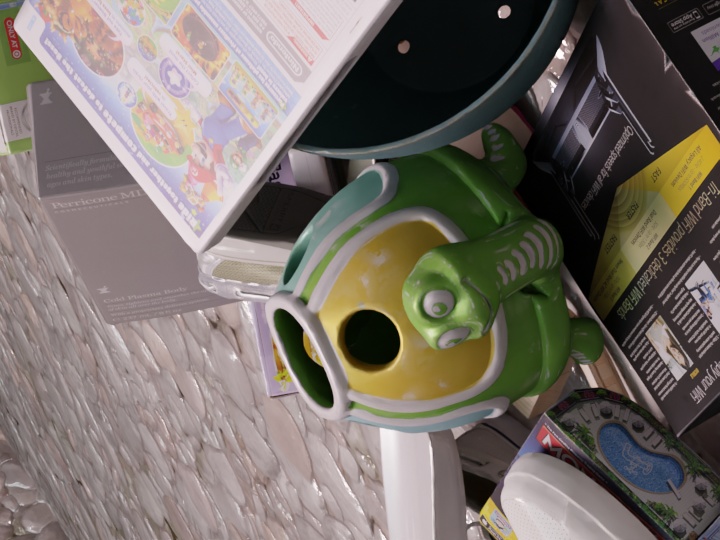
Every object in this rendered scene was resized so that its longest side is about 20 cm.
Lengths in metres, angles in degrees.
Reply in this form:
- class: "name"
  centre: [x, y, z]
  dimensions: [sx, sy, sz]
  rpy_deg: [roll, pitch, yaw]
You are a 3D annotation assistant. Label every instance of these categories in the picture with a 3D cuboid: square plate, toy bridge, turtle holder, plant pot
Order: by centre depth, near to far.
- class: "plant pot"
  centre: [0.021, -0.143, 0.847]
  dimensions: [0.201, 0.200, 0.135]
  rpy_deg: [57, -166, 17]
- class: "turtle holder"
  centre: [0.035, 0.020, 0.875]
  dimensions: [0.185, 0.131, 0.142]
  rpy_deg: [37, 149, 57]
- class: "toy bridge"
  centre: [0.109, 0.055, 1.038]
  dimensions: [0.200, 0.027, 0.068]
  rpy_deg: [44, 133, 28]
- class: "square plate"
  centre: [0.041, 0.156, 1.144]
  dimensions: [0.200, 0.028, 0.200]
  rpy_deg: [-117, 21, -70]

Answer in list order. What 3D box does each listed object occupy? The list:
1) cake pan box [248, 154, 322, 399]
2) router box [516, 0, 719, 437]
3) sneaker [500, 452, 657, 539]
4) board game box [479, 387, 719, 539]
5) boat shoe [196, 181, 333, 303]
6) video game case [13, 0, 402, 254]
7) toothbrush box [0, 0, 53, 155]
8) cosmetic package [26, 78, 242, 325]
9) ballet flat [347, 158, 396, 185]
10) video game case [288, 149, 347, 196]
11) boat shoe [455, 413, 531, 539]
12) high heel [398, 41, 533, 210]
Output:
- class: "cake pan box"
  centre: [-0.053, -0.022, 1.207]
  dimensions: [0.200, 0.052, 0.186]
  rpy_deg: [-92, -6, -85]
- class: "router box"
  centre: [0.148, -0.031, 0.813]
  dimensions: [0.158, 0.052, 0.200]
  rpy_deg: [59, 162, 15]
- class: "sneaker"
  centre: [0.113, 0.196, 0.884]
  dimensions: [0.200, 0.115, 0.074]
  rpy_deg: [52, 155, -1]
- class: "board game box"
  centre: [0.171, 0.144, 0.923]
  dimensions: [0.200, 0.062, 0.200]
  rpy_deg: [44, 152, 12]
- class: "boat shoe"
  centre: [-0.001, 0.001, 1.041]
  dimensions: [0.200, 0.075, 0.065]
  rpy_deg: [10, 131, 11]
- class: "video game case"
  centre: [-0.069, -0.115, 0.767]
  dimensions: [0.143, 0.018, 0.200]
  rpy_deg: [50, 136, 8]
- class: "toothbrush box"
  centre: [-0.163, -0.168, 1.193]
  dimensions: [0.086, 0.199, 0.147]
  rpy_deg: [-173, 69, -68]
- class: "cosmetic package"
  centre: [-0.136, -0.046, 1.141]
  dimensions: [0.200, 0.106, 0.091]
  rpy_deg: [74, -173, -69]
- class: "ballet flat"
  centre: [0.025, -0.041, 1.095]
  dimensions: [0.069, 0.071, 0.201]
  rpy_deg: [41, 151, 42]
- class: "video game case"
  centre: [-0.021, -0.039, 1.173]
  dimensions: [0.183, 0.023, 0.201]
  rpy_deg: [-96, -6, -56]
- class: "boat shoe"
  centre: [0.103, 0.156, 1.121]
  dimensions: [0.202, 0.086, 0.075]
  rpy_deg: [37, 148, 53]
- class: "high heel"
  centre: [0.054, -0.086, 1.008]
  dimensions: [0.096, 0.067, 0.201]
  rpy_deg: [-114, 2, -79]
